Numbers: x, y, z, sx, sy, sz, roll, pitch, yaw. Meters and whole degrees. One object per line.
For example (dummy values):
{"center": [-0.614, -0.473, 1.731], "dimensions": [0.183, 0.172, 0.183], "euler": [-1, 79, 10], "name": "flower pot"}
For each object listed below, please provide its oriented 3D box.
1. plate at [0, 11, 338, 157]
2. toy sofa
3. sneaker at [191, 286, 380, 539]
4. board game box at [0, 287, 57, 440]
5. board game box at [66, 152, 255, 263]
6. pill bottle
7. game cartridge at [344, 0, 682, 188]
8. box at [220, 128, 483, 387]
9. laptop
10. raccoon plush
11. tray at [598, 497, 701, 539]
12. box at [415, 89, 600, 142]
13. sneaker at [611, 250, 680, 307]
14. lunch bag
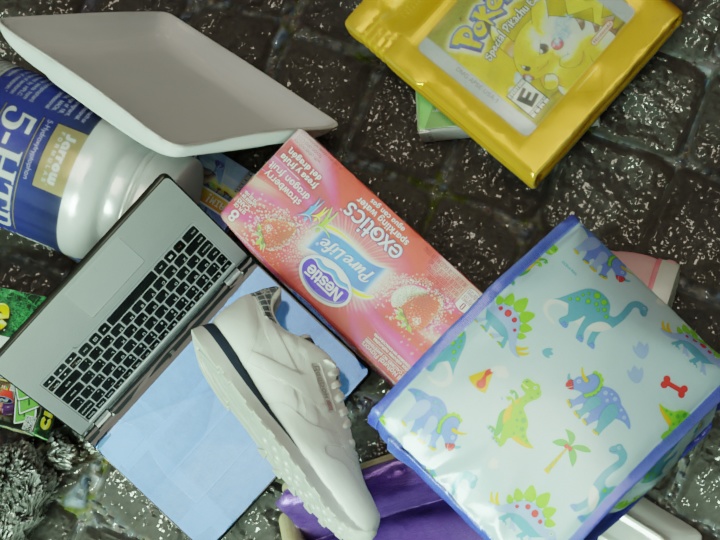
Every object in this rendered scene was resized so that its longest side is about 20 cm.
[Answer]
{"center": [-0.148, -0.138, 1.592], "dimensions": [0.199, 0.199, 0.032], "euler": [35, 116, 27], "name": "plate"}
{"center": [0.043, 0.186, 1.518], "dimensions": [0.199, 0.098, 0.083], "euler": [-18, 47, 4], "name": "toy sofa"}
{"center": [-0.038, 0.102, 1.491], "dimensions": [0.080, 0.076, 0.201], "euler": [-31, 76, -18], "name": "sneaker"}
{"center": [-0.301, 0.061, 1.620], "dimensions": [0.199, 0.023, 0.105], "euler": [9, 74, 35], "name": "board game box"}
{"center": [-0.191, -0.064, 1.662], "dimensions": [0.199, 0.034, 0.136], "euler": [33, 85, 15], "name": "board game box"}
{"center": [-0.226, -0.078, 1.590], "dimensions": [0.199, 0.120, 0.120], "euler": [21, 81, 11], "name": "pill bottle"}
{"center": [0.116, -0.191, 1.607], "dimensions": [0.200, 0.032, 0.176], "euler": [41, 86, 15], "name": "game cartridge"}
{"center": [0.000, 0.000, 1.582], "dimensions": [0.200, 0.100, 0.096], "euler": [43, 86, 15], "name": "box"}
{"center": [-0.129, 0.070, 1.537], "dimensions": [0.187, 0.200, 0.116], "euler": [-48, 51, -4], "name": "laptop"}
{"center": [-0.251, 0.197, 1.586], "dimensions": [0.199, 0.097, 0.135], "euler": [-23, 82, 3], "name": "raccoon plush"}
{"center": [0.155, 0.250, 1.536], "dimensions": [0.107, 0.022, 0.201], "euler": [31, 84, 14], "name": "tray"}
{"center": [0.111, -0.205, 1.646], "dimensions": [0.143, 0.036, 0.202], "euler": [-4, 75, 9], "name": "box"}
{"center": [0.162, 0.073, 1.549], "dimensions": [0.104, 0.075, 0.201], "euler": [17, 73, 9], "name": "sneaker"}
{"center": [0.129, 0.096, 1.434], "dimensions": [0.170, 0.128, 0.200], "euler": [43, 66, 15], "name": "lunch bag"}
